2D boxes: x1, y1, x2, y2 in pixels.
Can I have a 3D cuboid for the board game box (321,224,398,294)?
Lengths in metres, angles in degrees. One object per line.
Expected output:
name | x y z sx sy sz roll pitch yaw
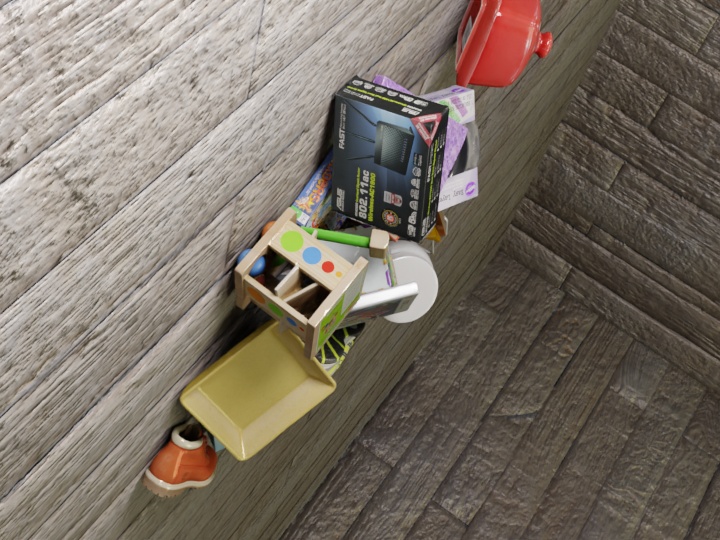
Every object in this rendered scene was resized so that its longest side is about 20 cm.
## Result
board game box | 0.000 0.000 1.725 0.101 0.107 0.200 -12 171 4

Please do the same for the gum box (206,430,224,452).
gum box | -0.180 0.224 1.818 0.168 0.045 0.201 -23 159 -15

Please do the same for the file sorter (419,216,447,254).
file sorter | 0.070 -0.042 2.140 0.201 0.124 0.139 -54 168 -11

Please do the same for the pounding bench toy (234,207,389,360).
pounding bench toy | -0.070 -0.012 1.530 0.201 0.155 0.125 -50 168 -23

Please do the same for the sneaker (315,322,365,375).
sneaker | -0.052 0.124 1.834 0.077 0.075 0.200 -62 172 29

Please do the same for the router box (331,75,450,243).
router box | 0.038 -0.154 1.507 0.062 0.148 0.202 -47 150 -45

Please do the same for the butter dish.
butter dish | 0.246 -0.391 1.774 0.202 0.146 0.201 -82 -169 -46

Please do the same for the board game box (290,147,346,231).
board game box | -0.053 -0.102 1.670 0.136 0.034 0.200 -55 169 -9

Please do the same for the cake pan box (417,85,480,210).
cake pan box | 0.105 -0.183 1.721 0.198 0.052 0.187 -21 120 -32

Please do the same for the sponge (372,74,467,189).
sponge | 0.073 -0.204 1.634 0.199 0.030 0.113 24 91 -40

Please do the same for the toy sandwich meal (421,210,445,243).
toy sandwich meal | 0.120 -0.141 1.986 0.205 0.069 0.209 -7 90 -89

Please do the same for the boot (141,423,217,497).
boot | -0.271 0.296 1.749 0.108 0.074 0.200 -63 167 7

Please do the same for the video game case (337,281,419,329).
video game case | -0.012 0.065 1.685 0.197 0.023 0.182 -14 170 -6

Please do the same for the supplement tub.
supplement tub | 0.052 -0.002 1.939 0.141 0.139 0.200 -58 -157 11

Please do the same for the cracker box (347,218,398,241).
cracker box | 0.068 -0.152 1.827 0.201 0.058 0.134 -56 -154 -7

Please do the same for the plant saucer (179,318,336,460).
plant saucer | -0.162 0.177 1.676 0.199 0.049 0.201 -37 134 -3

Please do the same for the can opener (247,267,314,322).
can opener | -0.110 0.022 1.706 0.067 0.053 0.200 -43 176 26
